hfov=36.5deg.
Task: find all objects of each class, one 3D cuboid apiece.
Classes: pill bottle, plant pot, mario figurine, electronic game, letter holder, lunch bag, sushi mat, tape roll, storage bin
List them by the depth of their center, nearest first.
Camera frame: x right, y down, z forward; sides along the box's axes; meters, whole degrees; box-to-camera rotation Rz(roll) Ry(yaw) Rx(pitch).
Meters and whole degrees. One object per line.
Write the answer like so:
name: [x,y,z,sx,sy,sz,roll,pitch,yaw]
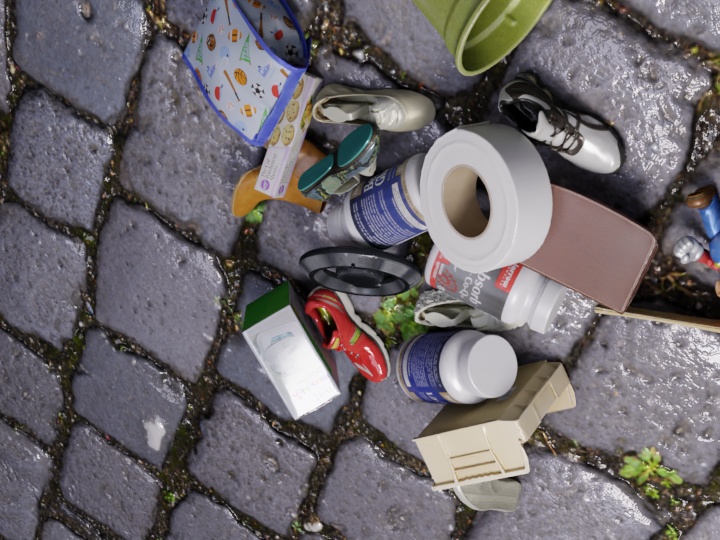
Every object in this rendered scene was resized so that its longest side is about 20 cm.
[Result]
plant pot: [0.134,-0.390,1.420,0.184,0.200,0.201,44,132,17]
mario figurine: [0.497,-0.012,1.450,0.123,0.105,0.201,8,119,69]
tape roll: [0.171,-0.102,1.519,0.202,0.070,0.204,25,122,49]
letter holder: [0.318,-0.058,1.545,0.199,0.101,0.143,27,126,16]
sushi mat: [0.436,0.067,1.551,0.199,0.096,0.012,9,98,28]
pill bottle: [0.207,0.009,1.642,0.199,0.116,0.116,26,128,16]
lunch bag: [-0.159,-0.313,1.649,0.201,0.123,0.170,60,137,27]
pill bottle: [0.044,-0.095,1.686,0.199,0.111,0.111,-25,103,39]
storage bin: [0.216,0.239,1.718,0.198,0.200,0.094,-19,102,38]
pill bottle: [0.151,0.152,1.723,0.116,0.116,0.200,59,153,-11]
electronic game: [0.000,0.000,1.744,0.199,0.200,0.042,-4,70,34]

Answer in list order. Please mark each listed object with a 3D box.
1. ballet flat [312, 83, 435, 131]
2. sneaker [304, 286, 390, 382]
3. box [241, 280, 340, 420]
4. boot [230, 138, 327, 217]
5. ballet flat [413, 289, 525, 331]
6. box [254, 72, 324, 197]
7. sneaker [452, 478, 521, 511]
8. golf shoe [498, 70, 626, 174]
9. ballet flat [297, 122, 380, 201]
ballet flat: [0.014,-0.240,1.648,0.199,0.069,0.070,9,122,27]
sneaker: [-0.029,0.120,1.877,0.077,0.085,0.200,-34,96,41]
box: [-0.118,0.133,1.856,0.096,0.200,0.177,-30,101,2]
boot: [-0.124,-0.130,1.797,0.144,0.071,0.202,36,126,9]
ballet flat: [0.173,0.071,1.734,0.199,0.072,0.072,0,117,32]
box: [-0.112,-0.214,1.712,0.041,0.039,0.201,26,105,18]
sneaker: [0.190,0.363,1.838,0.084,0.075,0.200,9,164,39]
golf shoe: [0.270,-0.187,1.501,0.199,0.094,0.078,35,128,8]
ballet flat: [-0.016,-0.161,1.664,0.200,0.074,0.074,-28,101,48]
